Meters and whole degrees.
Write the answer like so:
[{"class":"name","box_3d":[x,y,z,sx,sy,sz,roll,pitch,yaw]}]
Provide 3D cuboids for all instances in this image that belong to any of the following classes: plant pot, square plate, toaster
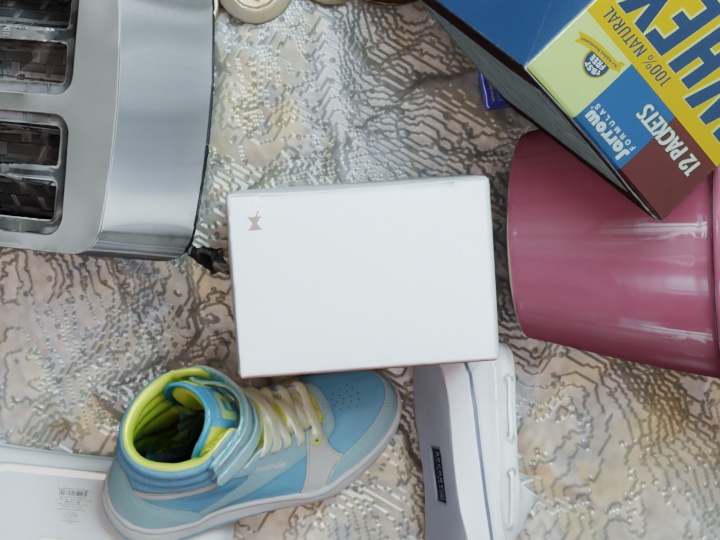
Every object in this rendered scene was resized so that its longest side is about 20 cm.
[{"class":"plant pot","box_3d":[0.187,-0.022,1.564,0.179,0.200,0.200,0,93,14]},{"class":"square plate","box_3d":[-0.182,0.196,1.592,0.200,0.028,0.198,6,62,-1]},{"class":"toaster","box_3d":[-0.181,-0.096,1.548,0.200,0.119,0.181,7,94,27]}]

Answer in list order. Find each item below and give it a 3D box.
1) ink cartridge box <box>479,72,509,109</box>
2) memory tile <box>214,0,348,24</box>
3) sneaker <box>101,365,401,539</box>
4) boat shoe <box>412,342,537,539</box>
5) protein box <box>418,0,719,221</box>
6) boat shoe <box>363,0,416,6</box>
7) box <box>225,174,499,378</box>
[{"class":"ink cartridge box","box_3d":[0.167,-0.173,1.615,0.200,0.042,0.119,-9,92,1]},{"class":"memory tile","box_3d":[-0.084,-0.252,1.626,0.153,0.017,0.200,-13,93,0]},{"class":"sneaker","box_3d":[-0.060,0.094,1.567,0.200,0.131,0.080,-24,66,-17]},{"class":"boat shoe","box_3d":[0.080,0.143,1.620,0.065,0.074,0.200,-10,107,-23]},{"class":"protein box","box_3d":[0.159,-0.171,1.469,0.199,0.200,0.135,-44,122,1]},{"class":"boat shoe","box_3d":[-0.037,-0.232,1.585,0.200,0.070,0.070,36,91,-4]},{"class":"box","box_3d":[0.000,0.000,1.547,0.152,0.200,0.106,-4,93,0]}]
